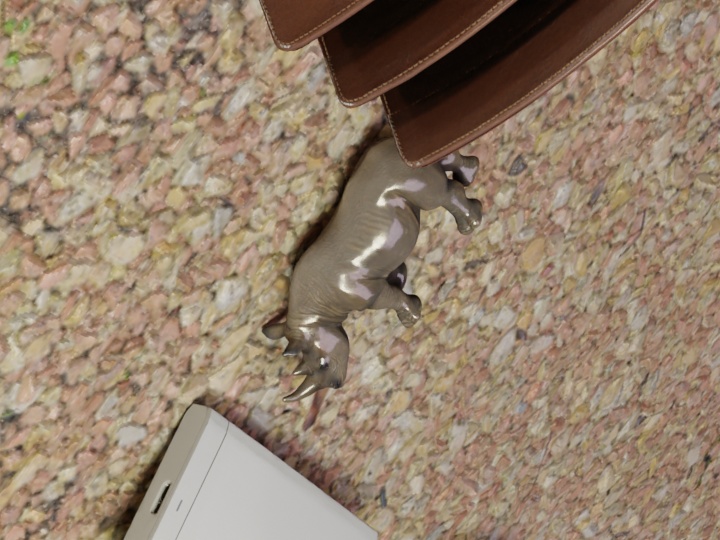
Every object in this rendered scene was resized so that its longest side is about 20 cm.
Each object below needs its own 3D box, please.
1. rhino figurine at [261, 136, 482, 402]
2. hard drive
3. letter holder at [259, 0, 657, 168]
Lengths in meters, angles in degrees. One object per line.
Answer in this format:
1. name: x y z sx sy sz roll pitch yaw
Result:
1. rhino figurine: 0.000 0.000 1.142 0.087 0.060 0.200 25 101 -36
2. hard drive: -0.074 0.193 1.185 0.200 0.027 0.132 43 64 -43
3. letter holder: 0.053 -0.164 0.950 0.200 0.142 0.100 -35 148 29
